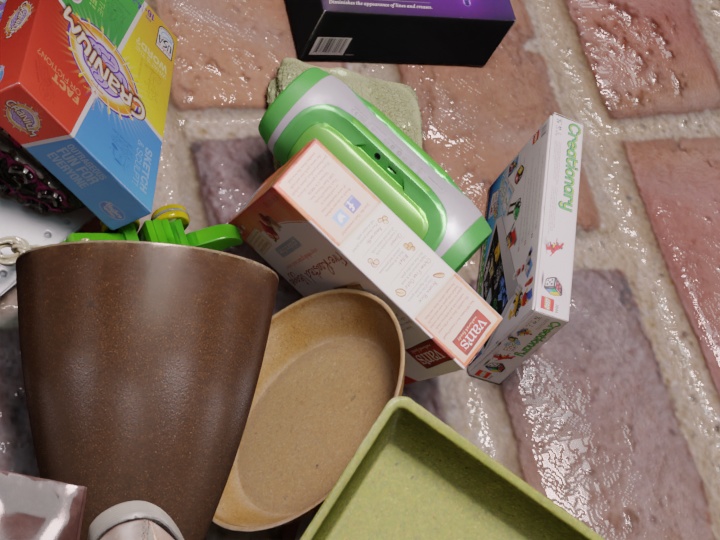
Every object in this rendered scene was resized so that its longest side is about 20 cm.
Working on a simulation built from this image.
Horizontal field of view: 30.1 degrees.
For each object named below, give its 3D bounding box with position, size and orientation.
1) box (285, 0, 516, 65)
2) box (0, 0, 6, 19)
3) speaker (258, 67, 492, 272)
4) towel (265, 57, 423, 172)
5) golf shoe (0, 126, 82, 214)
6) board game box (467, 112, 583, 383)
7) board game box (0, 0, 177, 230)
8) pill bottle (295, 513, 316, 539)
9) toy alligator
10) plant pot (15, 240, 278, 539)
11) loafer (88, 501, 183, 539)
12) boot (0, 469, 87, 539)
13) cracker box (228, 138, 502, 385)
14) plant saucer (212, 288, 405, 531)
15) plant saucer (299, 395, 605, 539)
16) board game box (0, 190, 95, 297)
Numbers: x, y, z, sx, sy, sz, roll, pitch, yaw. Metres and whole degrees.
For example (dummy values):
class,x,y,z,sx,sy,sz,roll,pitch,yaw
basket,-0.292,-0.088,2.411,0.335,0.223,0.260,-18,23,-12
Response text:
class,x,y,z,sx,sy,sz,roll,pitch,yaw
box,0.030,-0.275,1.269,0.199,0.079,0.142,-3,62,-25
box,-0.336,-0.206,1.060,0.200,0.039,0.137,-34,81,-34
speaker,0.012,-0.074,1.100,0.200,0.089,0.088,43,55,5
towel,-0.007,-0.093,1.177,0.148,0.037,0.201,6,61,-20
golf shoe,-0.273,-0.125,0.995,0.200,0.072,0.092,43,59,-23
board game box,0.141,-0.019,1.146,0.034,0.126,0.201,18,58,-13
board game box,-0.208,-0.154,1.023,0.153,0.040,0.201,48,32,-42
pill bottle,0.061,0.218,0.982,0.200,0.113,0.113,35,54,-13
toy alligator,-0.189,-0.009,1.037,0.199,0.054,0.060,-6,57,-28
plant pot,-0.154,0.099,0.937,0.186,0.187,0.201,6,76,-20
loafer,-0.112,0.231,0.864,0.072,0.200,0.063,-29,38,0
boot,-0.172,0.201,0.739,0.199,0.072,0.167,13,75,-2
cracker box,0.000,0.000,1.047,0.200,0.134,0.058,43,69,-8
plant saucer,-0.040,0.106,0.980,0.035,0.199,0.201,43,48,-36
plant saucer,0.038,0.213,0.888,0.200,0.048,0.200,36,81,-18
board game box,-0.298,-0.093,1.054,0.200,0.026,0.200,41,55,2
